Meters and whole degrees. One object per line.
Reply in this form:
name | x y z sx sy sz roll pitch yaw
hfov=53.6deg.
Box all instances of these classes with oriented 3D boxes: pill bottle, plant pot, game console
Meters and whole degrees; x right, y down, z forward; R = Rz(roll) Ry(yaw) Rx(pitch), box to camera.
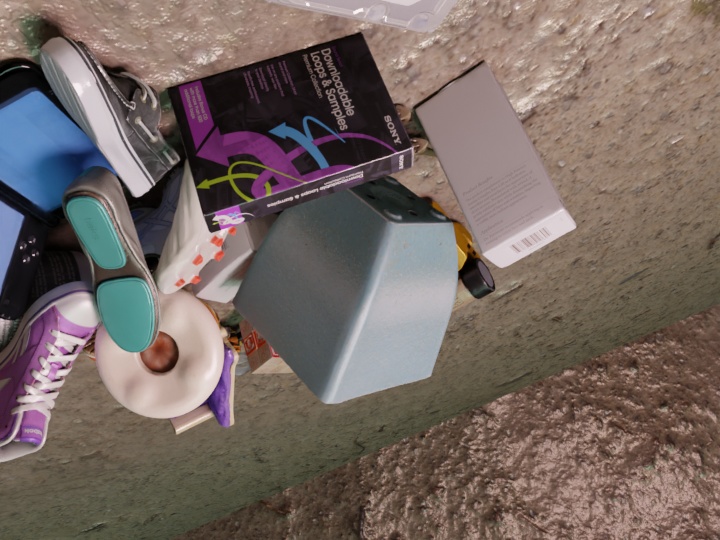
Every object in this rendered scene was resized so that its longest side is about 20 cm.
pill bottle | -0.362 0.033 0.799 0.197 0.112 0.111 -2 150 -39
plant pot | 0.000 0.000 0.833 0.194 0.196 0.203 -6 126 -47
game console | -0.312 -0.059 0.646 0.114 0.179 0.200 4 161 15

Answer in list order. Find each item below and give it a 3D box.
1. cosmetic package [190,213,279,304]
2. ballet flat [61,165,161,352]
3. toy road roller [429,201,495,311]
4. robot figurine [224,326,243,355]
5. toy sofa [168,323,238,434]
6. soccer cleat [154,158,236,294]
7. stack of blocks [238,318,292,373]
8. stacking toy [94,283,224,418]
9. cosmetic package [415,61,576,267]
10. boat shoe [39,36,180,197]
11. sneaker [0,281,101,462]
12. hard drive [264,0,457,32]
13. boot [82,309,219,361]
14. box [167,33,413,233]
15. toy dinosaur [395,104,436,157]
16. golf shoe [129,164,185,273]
cosmetic package | -0.127 -0.011 0.946 0.112 0.082 0.199 -35 153 24
ballet flat | -0.238 -0.010 0.712 0.066 0.064 0.203 -4 126 3
toy road roller | 0.112 -0.029 1.104 0.122 0.147 0.200 -31 118 25
robot figurine | -0.281 0.156 1.201 0.199 0.059 0.144 -35 154 30
toy sofa | -0.235 0.154 1.015 0.082 0.098 0.202 -22 146 -30
soccer cleat | -0.158 -0.069 0.722 0.201 0.077 0.069 -56 172 12
stack of blocks | -0.101 0.104 1.174 0.198 0.117 0.058 7 145 -47
stacking toy | -0.215 0.080 0.858 0.144 0.148 0.200 -23 -176 6
cosmetic package | 0.149 -0.117 0.801 0.101 0.203 0.074 -29 156 20
boat shoe | -0.212 -0.142 0.625 0.071 0.072 0.200 -41 165 -13
sneaker | -0.321 0.113 0.730 0.201 0.115 0.072 -47 141 11
hard drive | 0.017 -0.266 0.575 0.197 0.038 0.140 -4 152 -37
boot | -0.308 0.120 1.046 0.197 0.075 0.108 -5 132 -34
box | -0.065 -0.132 0.659 0.197 0.145 0.036 -18 156 -9
toy dinosaur | 0.041 -0.149 0.851 0.196 0.059 0.101 -6 168 -18
golf shoe | -0.192 -0.051 0.785 0.198 0.098 0.078 -32 153 20
